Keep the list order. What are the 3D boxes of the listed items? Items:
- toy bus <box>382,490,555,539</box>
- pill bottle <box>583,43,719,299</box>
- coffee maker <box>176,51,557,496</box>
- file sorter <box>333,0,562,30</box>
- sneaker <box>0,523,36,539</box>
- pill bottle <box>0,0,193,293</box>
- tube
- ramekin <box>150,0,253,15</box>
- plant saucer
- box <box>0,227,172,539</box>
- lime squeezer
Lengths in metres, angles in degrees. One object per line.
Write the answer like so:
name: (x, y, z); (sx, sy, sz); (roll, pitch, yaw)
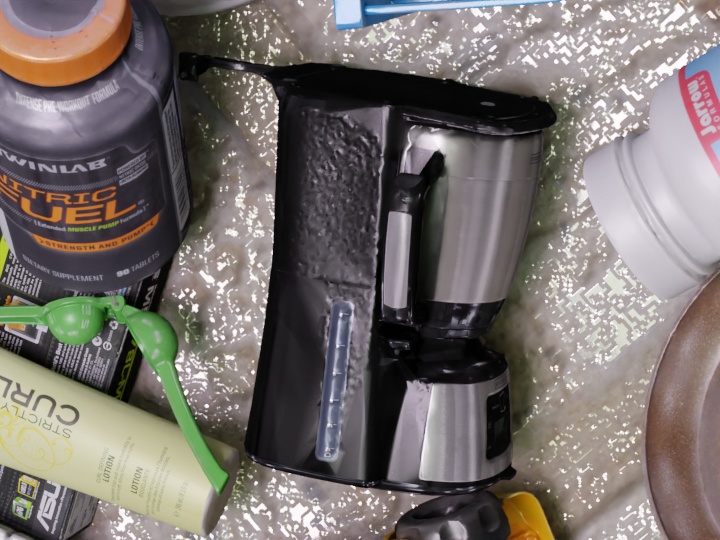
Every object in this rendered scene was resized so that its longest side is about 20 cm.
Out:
toy bus: (-0.009, 0.202, 1.200); (0.192, 0.200, 0.136); (-7, 104, 54)
pill bottle: (0.211, -0.070, 1.085); (0.200, 0.109, 0.109); (-32, 89, 21)
coffee maker: (0.000, 0.000, 1.174); (0.192, 0.134, 0.201); (18, 106, 39)
file sorter: (0.066, -0.194, 1.063); (0.122, 0.200, 0.139); (-2, 100, 16)
sneaker: (-0.185, 0.200, 1.274); (0.199, 0.078, 0.092); (21, 78, 15)
pill bottle: (-0.143, -0.079, 1.134); (0.106, 0.200, 0.107); (0, 61, 1)
tube: (-0.165, 0.087, 1.231); (0.199, 0.052, 0.058); (21, 67, 11)
ramekin: (-0.106, -0.230, 1.154); (0.199, 0.105, 0.201); (2, 97, 16)
plant saucer: (0.226, 0.075, 1.106); (0.200, 0.032, 0.201); (-17, 64, 38)
box: (-0.219, 0.028, 1.283); (0.192, 0.047, 0.201); (22, 107, 15)
lime squeezer: (-0.144, 0.045, 1.214); (0.199, 0.038, 0.071); (26, 87, 12)
